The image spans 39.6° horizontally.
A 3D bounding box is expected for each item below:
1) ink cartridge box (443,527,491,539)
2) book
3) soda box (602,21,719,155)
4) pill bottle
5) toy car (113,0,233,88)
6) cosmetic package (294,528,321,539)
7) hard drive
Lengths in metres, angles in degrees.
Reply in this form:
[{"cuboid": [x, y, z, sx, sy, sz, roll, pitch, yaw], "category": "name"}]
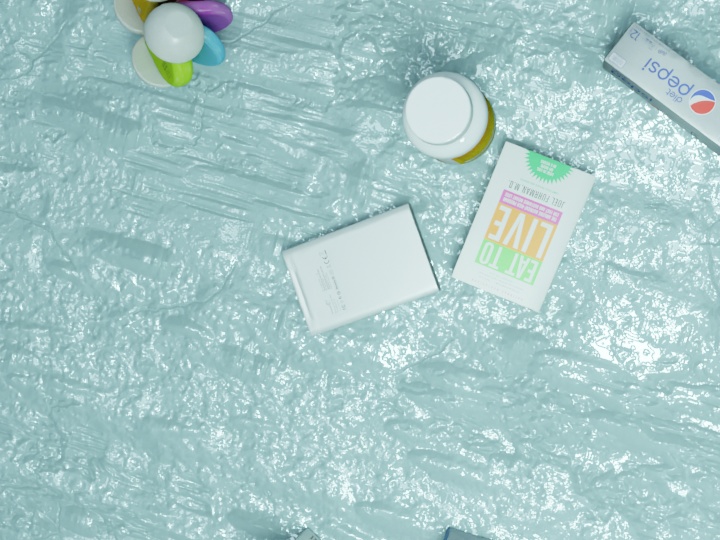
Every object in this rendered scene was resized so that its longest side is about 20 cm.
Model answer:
[{"cuboid": [0.162, 0.481, 1.396, 0.136, 0.076, 0.201, 13, 97, 12], "category": "ink cartridge box"}, {"cuboid": [0.224, -0.060, 1.377, 0.133, 0.048, 0.201, 22, 95, 7], "category": "book"}, {"cuboid": [0.416, -0.237, 1.310, 0.200, 0.068, 0.064, 39, 99, 8], "category": "soda box"}, {"cuboid": [0.116, -0.200, 1.312, 0.111, 0.200, 0.112, 1, 93, 13], "category": "pill bottle"}, {"cuboid": [-0.259, -0.366, 1.430, 0.149, 0.175, 0.201, -18, 87, -23], "category": "toy car"}, {"cuboid": [-0.092, 0.498, 1.389, 0.167, 0.200, 0.167, 40, 101, 8], "category": "cosmetic package"}, {"cuboid": [0.000, 0.000, 1.436, 0.199, 0.026, 0.132, -20, 88, 13], "category": "hard drive"}]
